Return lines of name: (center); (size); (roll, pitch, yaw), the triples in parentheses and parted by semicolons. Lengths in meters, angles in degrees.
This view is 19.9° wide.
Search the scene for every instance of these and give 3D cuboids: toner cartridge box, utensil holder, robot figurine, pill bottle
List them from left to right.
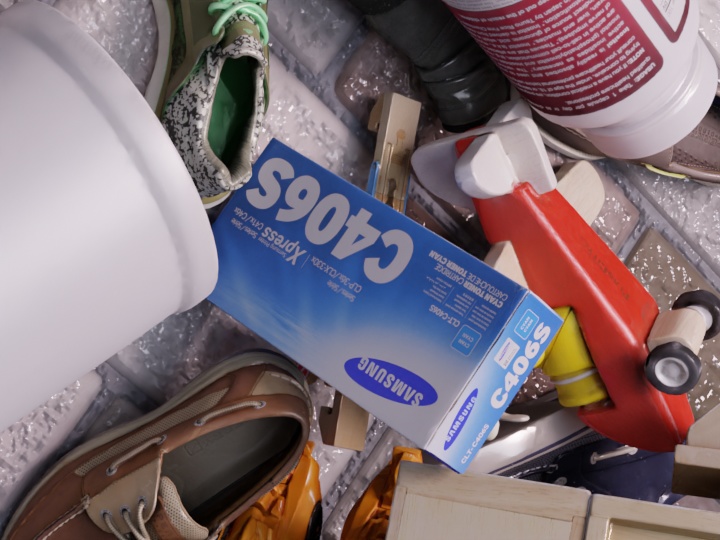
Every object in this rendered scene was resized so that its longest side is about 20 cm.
utensil holder: (-0.196, -0.004, 0.968); (0.199, 0.170, 0.171); (-35, 111, -21)
robot figurine: (-0.036, 0.175, 1.070); (0.059, 0.144, 0.201); (85, 21, -46)
toner cartridge box: (0.001, 0.014, 1.060); (0.095, 0.199, 0.043); (-57, 141, -2)
pill bottle: (0.113, -0.151, 1.113); (0.200, 0.113, 0.113); (45, 71, -40)

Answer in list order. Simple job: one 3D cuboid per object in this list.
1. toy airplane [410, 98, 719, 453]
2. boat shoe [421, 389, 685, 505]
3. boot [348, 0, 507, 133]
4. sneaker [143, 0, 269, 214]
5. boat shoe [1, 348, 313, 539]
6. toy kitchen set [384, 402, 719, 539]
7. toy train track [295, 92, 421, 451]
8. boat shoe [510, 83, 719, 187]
toy airplane: (0.093, 0.008, 1.157); (0.199, 0.141, 0.201); (14, 50, -41)
boat shoe: (0.123, 0.122, 1.225); (0.199, 0.074, 0.094); (-20, 97, -29)
boot: (0.077, -0.189, 1.188); (0.201, 0.068, 0.131); (-54, 127, -13)
sneaker: (-0.067, -0.127, 1.079); (0.076, 0.088, 0.202); (2, 93, -31)
boat shoe: (-0.108, 0.118, 1.062); (0.200, 0.072, 0.076); (-41, 114, 0)
toy kitchen set: (0.119, 0.138, 1.099); (0.179, 0.200, 0.165); (8, 71, 11)
toy train track: (0.000, 0.000, 1.162); (0.114, 0.032, 0.202); (15, 82, -41)
boat shoe: (0.183, -0.093, 1.252); (0.199, 0.059, 0.073); (15, 86, -32)
